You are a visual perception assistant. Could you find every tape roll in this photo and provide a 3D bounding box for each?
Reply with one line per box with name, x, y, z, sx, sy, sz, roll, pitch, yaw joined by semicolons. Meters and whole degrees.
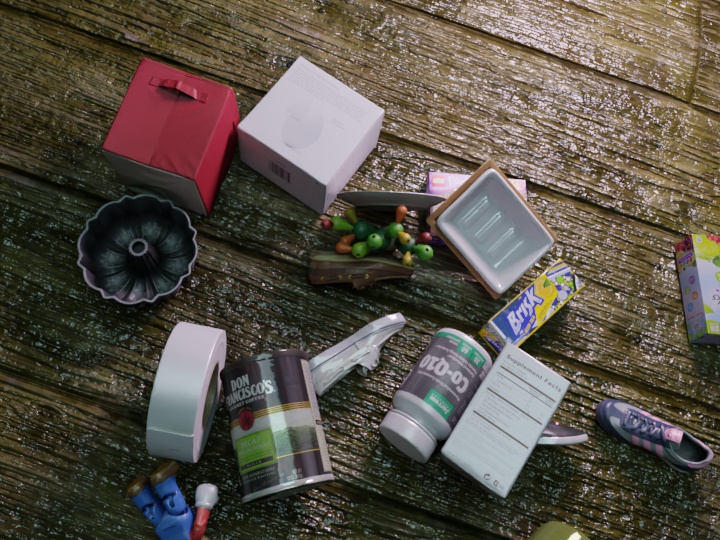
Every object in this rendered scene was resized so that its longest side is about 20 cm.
tape roll;-0.260;0.184;1.005;0.070;0.203;0.206;11;67;-3

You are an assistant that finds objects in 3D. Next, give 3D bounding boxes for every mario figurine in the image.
mario figurine;-0.263;0.385;0.981;0.106;0.123;0.202;-30;94;-49

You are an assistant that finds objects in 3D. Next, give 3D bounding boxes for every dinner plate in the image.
dinner plate;0.055;-0.122;1.184;0.196;0.200;0.025;1;91;-7

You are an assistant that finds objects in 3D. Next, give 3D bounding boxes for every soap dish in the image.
soap dish;0.234;-0.075;1.192;0.157;0.081;0.200;-43;102;4

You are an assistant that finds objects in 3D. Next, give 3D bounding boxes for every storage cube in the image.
storage cube;-0.324;-0.228;1.170;0.168;0.200;0.182;18;73;-1

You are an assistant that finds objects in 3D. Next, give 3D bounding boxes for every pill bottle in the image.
pill bottle;0.124;0.206;1.095;0.112;0.113;0.201;35;68;7

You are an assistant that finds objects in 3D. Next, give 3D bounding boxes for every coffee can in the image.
coffee can;-0.130;0.242;1.029;0.144;0.147;0.203;-11;70;-12

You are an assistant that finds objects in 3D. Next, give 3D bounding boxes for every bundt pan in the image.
bundt pan;-0.377;-0.026;1.141;0.198;0.076;0.205;3;68;-7

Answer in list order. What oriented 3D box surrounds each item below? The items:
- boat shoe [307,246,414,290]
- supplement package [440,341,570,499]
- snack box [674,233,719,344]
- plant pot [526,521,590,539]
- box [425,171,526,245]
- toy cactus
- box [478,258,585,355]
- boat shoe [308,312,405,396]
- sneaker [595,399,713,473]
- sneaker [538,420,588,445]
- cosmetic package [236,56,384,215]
boat shoe;0.000;0.000;1.194;0.197;0.072;0.069;5;100;-14
supplement package;0.223;0.237;1.036;0.116;0.117;0.201;32;77;16
snack box;0.708;0.039;1.268;0.166;0.068;0.203;4;69;-7
plant pot;0.273;0.487;0.980;0.200;0.201;0.189;45;56;11
box;0.225;-0.114;1.279;0.196;0.039;0.139;4;68;-6
toy cactus;0.041;-0.066;1.171;0.197;0.165;0.104;7;96;18
box;0.310;0.070;1.203;0.199;0.064;0.070;-37;77;-20
boat shoe;0.000;0.146;1.127;0.198;0.071;0.070;-29;73;-14
sneaker;0.507;0.276;1.136;0.198;0.082;0.071;27;67;4
sneaker;0.289;0.245;1.124;0.196;0.071;0.101;4;72;-1
cosmetic package;-0.093;-0.254;1.247;0.198;0.123;0.201;34;69;7
